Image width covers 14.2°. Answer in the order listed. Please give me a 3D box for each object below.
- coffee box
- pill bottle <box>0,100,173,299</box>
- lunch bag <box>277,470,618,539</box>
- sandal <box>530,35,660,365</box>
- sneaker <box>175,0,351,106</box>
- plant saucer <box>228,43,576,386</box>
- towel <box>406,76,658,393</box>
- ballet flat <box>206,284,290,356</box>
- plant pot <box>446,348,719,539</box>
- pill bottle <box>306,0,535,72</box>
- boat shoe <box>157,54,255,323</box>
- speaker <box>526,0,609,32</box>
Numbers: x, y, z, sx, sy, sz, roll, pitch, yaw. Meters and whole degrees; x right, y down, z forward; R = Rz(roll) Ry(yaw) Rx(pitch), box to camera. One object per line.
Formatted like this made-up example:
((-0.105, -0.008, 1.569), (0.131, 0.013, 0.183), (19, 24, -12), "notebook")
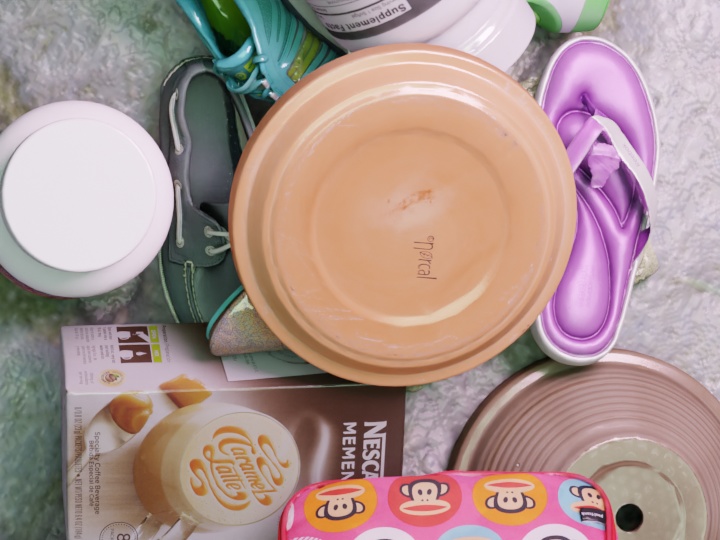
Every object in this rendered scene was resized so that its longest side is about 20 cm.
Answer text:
((-0.077, 0.097, 1.719), (0.200, 0.080, 0.114), (-2, 119, -8), "coffee box")
((-0.167, -0.039, 1.665), (0.113, 0.200, 0.113), (0, 90, -8), "pill bottle")
((0.050, 0.200, 1.634), (0.200, 0.082, 0.176), (-3, 45, 3), "lunch bag")
((0.147, -0.043, 1.753), (0.082, 0.050, 0.203), (3, 85, -13), "sandal")
((-0.054, -0.123, 1.717), (0.200, 0.078, 0.080), (50, 41, -11), "sneaker")
((0.026, -0.028, 1.633), (0.200, 0.032, 0.200), (-3, 108, -9), "plant saucer")
((0.074, -0.025, 1.783), (0.200, 0.036, 0.148), (-25, 92, -8), "towel")
((0.000, 0.000, 1.695), (0.200, 0.068, 0.067), (-39, 67, -23), "ballet flat")
((0.155, 0.149, 1.765), (0.201, 0.093, 0.201), (0, 90, -9), "plant pot")
((0.010, -0.196, 1.642), (0.116, 0.116, 0.200), (-41, 117, -7), "pill bottle")
((-0.087, -0.032, 1.746), (0.073, 0.062, 0.200), (-7, 90, -8), "boat shoe")
((0.053, -0.199, 1.756), (0.200, 0.088, 0.088), (10, 88, -8), "speaker")
